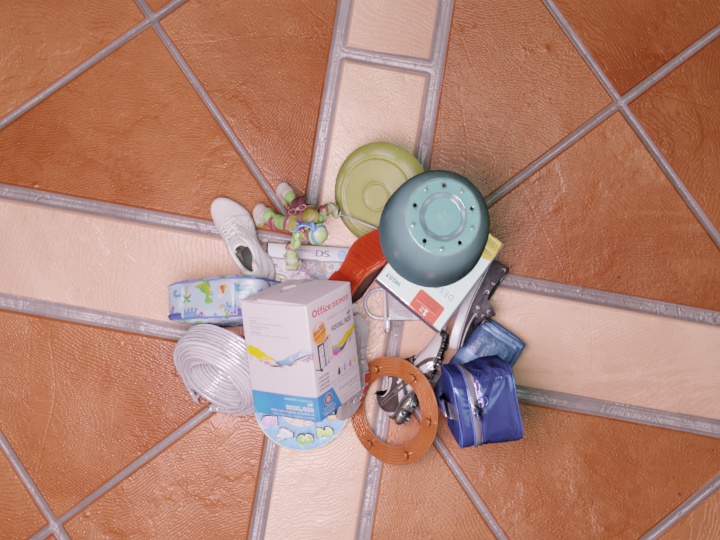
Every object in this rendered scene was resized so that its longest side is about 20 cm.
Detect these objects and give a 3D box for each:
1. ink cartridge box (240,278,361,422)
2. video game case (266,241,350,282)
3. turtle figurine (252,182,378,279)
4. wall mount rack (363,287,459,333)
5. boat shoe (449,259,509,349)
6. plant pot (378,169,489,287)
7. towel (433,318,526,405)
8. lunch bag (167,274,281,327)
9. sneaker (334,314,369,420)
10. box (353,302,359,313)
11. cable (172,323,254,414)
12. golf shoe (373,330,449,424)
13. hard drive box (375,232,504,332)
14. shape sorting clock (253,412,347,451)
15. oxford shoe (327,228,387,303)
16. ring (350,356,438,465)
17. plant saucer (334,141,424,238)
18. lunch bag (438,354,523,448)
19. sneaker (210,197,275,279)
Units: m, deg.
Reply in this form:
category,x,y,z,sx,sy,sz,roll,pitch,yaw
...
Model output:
category,x,y,z,sx,sy,sz,roll,pitch,yaw
ink cartridge box,-0.100,0.131,1.288,0.142,0.147,0.205,2,105,31
video game case,-0.103,0.051,1.467,0.176,0.026,0.205,4,85,-1
turtle figurine,-0.105,-0.072,1.428,0.193,0.198,0.146,36,106,40
wall mount rack,0.103,0.032,1.449,0.195,0.075,0.178,-2,82,-2
boat shoe,0.233,0.068,1.436,0.065,0.070,0.202,21,66,15
plant pot,0.132,-0.079,1.270,0.195,0.161,0.206,0,84,-1
towel,0.226,0.197,1.449,0.111,0.049,0.202,33,85,3
lunch bag,-0.243,0.060,1.385,0.195,0.160,0.085,-5,82,16
sneaker,-0.033,0.177,1.405,0.081,0.076,0.205,11,97,37
box,-0.098,0.096,1.431,0.196,0.041,0.039,-22,87,-3
cable,-0.251,0.185,1.368,0.196,0.202,0.070,7,45,29
golf shoe,0.096,0.191,1.423,0.094,0.078,0.202,32,96,13
hard drive box,0.145,-0.013,1.383,0.155,0.077,0.201,37,86,2
shape sorting clock,-0.114,0.247,1.437,0.195,0.039,0.205,0,89,-2
oxford shoe,0.000,0.000,1.395,0.071,0.073,0.200,38,72,20
ring,0.057,0.265,1.400,0.197,0.019,0.206,2,93,34
plant saucer,0.036,-0.145,1.441,0.195,0.031,0.205,5,105,19
lunch bag,0.203,0.234,1.322,0.129,0.200,0.139,-10,90,1
sneaker,-0.233,-0.065,1.437,0.070,0.080,0.202,-36,74,6
